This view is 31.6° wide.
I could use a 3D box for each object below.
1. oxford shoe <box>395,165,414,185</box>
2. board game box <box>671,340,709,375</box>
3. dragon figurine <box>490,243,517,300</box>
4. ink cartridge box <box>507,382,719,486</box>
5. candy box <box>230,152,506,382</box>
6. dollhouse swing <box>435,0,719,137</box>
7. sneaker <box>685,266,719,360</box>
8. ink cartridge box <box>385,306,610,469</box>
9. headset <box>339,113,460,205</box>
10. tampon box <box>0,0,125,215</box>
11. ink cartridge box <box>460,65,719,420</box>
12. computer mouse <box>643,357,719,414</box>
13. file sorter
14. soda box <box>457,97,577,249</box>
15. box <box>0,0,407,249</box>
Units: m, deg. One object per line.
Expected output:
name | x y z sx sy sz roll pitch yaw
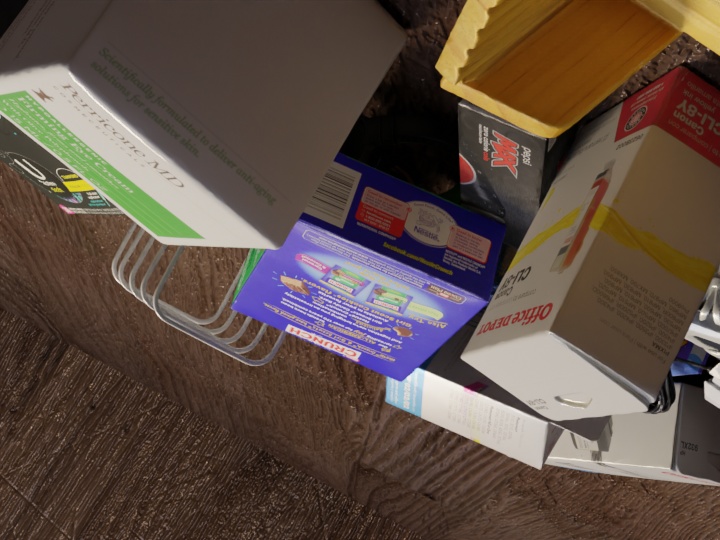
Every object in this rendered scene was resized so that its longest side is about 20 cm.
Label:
oxford shoe | 0.019 -0.035 1.198 0.070 0.075 0.200 19 163 22
board game box | 0.214 0.049 1.179 0.134 0.045 0.200 34 162 -14
dragon figurine | 0.096 -0.009 1.111 0.059 0.100 0.200 41 159 -33
ink cartridge box | 0.265 0.156 1.236 0.145 0.084 0.200 17 167 -40
candy box | 0.000 0.000 1.030 0.169 0.077 0.200 23 151 -9
dollhouse swing | 0.170 -0.112 0.617 0.176 0.182 0.200 49 163 5
sneaker | 0.270 0.015 0.937 0.129 0.080 0.199 21 173 -4
ink cartridge box | 0.136 0.101 1.151 0.200 0.115 0.068 22 136 21
headset | 0.001 -0.087 1.057 0.199 0.094 0.124 -8 146 14
tampon box | -0.300 -0.162 1.260 0.200 0.126 0.150 41 159 -32
ink cartridge box | 0.164 -0.012 0.825 0.083 0.200 0.145 32 162 -10
computer mouse | 0.328 0.101 1.065 0.199 0.044 0.110 13 135 6
file sorter | -0.143 -0.005 1.219 0.139 0.125 0.200 30 177 -24
soda box | 0.114 -0.086 0.931 0.071 0.063 0.200 24 162 15
box | -0.118 -0.148 0.893 0.199 0.200 0.171 42 157 -31
